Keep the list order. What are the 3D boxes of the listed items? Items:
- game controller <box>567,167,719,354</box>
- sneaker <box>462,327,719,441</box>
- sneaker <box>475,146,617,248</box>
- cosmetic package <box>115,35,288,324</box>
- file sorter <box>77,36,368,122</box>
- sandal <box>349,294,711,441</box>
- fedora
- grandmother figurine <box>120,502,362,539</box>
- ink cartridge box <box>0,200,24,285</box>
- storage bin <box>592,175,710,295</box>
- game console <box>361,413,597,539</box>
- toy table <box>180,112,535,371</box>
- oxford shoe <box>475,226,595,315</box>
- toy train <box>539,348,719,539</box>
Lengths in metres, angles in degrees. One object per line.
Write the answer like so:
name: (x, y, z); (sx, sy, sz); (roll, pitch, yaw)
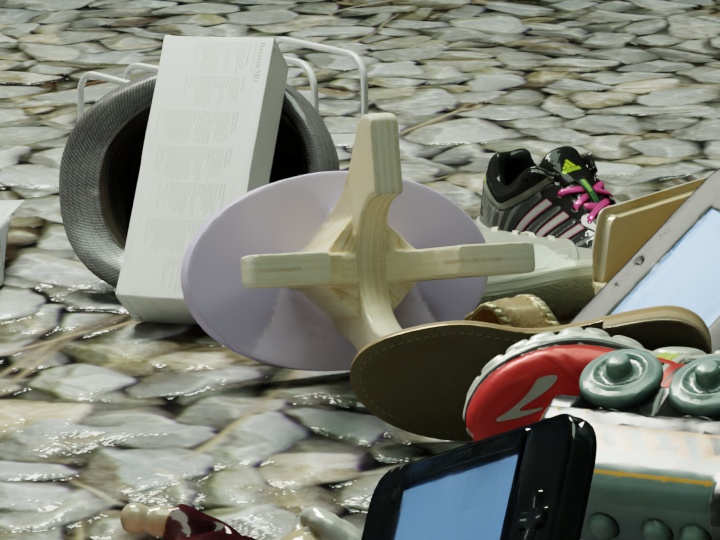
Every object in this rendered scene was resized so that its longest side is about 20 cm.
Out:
game controller: (0.201, 0.016, 1.709); (0.200, 0.042, 0.104); (-46, 37, -14)
sneaker: (0.156, 0.081, 1.601); (0.200, 0.077, 0.085); (-1, 22, 6)
sneaker: (0.154, -0.042, 2.022); (0.074, 0.088, 0.200); (-13, 19, -38)
cosmetic package: (-0.106, -0.062, 1.943); (0.082, 0.200, 0.051); (2, -23, 17)
file sorter: (-0.107, -0.103, 2.203); (0.200, 0.125, 0.139); (-13, 19, -36)
sandal: (0.103, 0.048, 1.678); (0.211, 0.078, 0.070); (-7, 24, 9)
fedora: (-0.108, -0.055, 2.026); (0.200, 0.177, 0.090); (-15, -19, 8)
grandmother figurine: (-0.086, 0.154, 1.392); (0.200, 0.061, 0.121); (-5, 43, -24)
ink cartridge box: (-0.337, -0.013, 2.058); (0.162, 0.057, 0.200); (-1, 7, 4)
storage bin: (0.284, 0.002, 1.836); (0.200, 0.094, 0.198); (13, 21, 42)
game console: (-0.007, 0.142, 1.189); (0.116, 0.176, 0.200); (20, -19, -20)
toy table: (0.000, 0.000, 1.761); (0.200, 0.184, 0.117); (-16, 2, -18)
oxford shoe: (0.110, -0.002, 1.899); (0.200, 0.058, 0.075); (-5, -24, -9)
toy train: (0.177, 0.104, 1.479); (0.200, 0.085, 0.114); (5, 39, 29)
